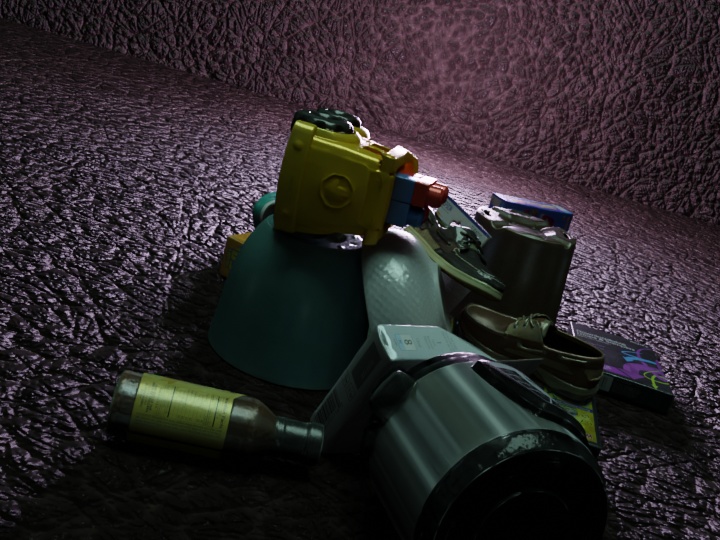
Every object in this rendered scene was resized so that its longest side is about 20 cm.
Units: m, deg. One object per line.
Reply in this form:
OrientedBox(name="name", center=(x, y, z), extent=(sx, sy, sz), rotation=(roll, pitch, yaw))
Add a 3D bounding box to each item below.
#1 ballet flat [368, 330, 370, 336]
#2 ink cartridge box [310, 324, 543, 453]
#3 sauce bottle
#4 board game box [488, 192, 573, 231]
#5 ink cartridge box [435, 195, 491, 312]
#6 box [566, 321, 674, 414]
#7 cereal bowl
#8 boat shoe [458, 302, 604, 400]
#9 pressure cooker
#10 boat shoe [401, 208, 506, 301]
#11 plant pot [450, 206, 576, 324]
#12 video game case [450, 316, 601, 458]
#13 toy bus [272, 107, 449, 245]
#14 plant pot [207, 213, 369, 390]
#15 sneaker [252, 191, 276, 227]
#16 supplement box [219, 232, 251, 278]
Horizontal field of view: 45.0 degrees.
OrientedBox(name="ballet flat", center=(-0.049, 0.033, 1.219), extent=(0.199, 0.075, 0.074), rotation=(28, 21, 32))
OrientedBox(name="ink cartridge box", center=(0.068, 0.123, 0.893), extent=(0.198, 0.161, 0.048), rotation=(3, 46, -34))
OrientedBox(name="sauce bottle", center=(-0.133, 0.145, 0.815), extent=(0.197, 0.066, 0.065), rotation=(15, 17, -9))
OrientedBox(name="board game box", center=(0.250, -0.014, 1.408), extent=(0.133, 0.203, 0.045), rotation=(8, 18, -24))
OrientedBox(name="ink cartridge box", center=(0.098, 0.004, 1.237), extent=(0.040, 0.200, 0.200), rotation=(39, 9, -22))
OrientedBox(name="box", center=(0.392, 0.144, 1.335), extent=(0.141, 0.037, 0.200), rotation=(18, 16, 4))
OrientedBox(name="cereal bowl", center=(0.061, 0.044, 1.044), extent=(0.082, 0.203, 0.200), rotation=(-11, 15, 9))
OrientedBox(name="boat shoe", center=(0.221, 0.087, 1.110), extent=(0.198, 0.073, 0.076), rotation=(26, 33, 14))
OrientedBox(name="pressure cooker", center=(0.094, 0.170, 0.755), extent=(0.176, 0.179, 0.200), rotation=(-8, 23, -16))
OrientedBox(name="boat shoe", center=(0.121, -0.027, 1.107), extent=(0.073, 0.065, 0.200), rotation=(31, 6, -41))
OrientedBox(name="plant pot", center=(0.211, 0.025, 1.261), extent=(0.197, 0.201, 0.201), rotation=(14, 18, -5))
OrientedBox(name="video game case", center=(0.202, 0.145, 1.106), extent=(0.197, 0.026, 0.182), rotation=(17, 32, -1))
OrientedBox(name="toy bus", center=(0.010, -0.103, 1.013), extent=(0.189, 0.138, 0.200), rotation=(14, 16, 8))
OrientedBox(name="plant pot", center=(-0.073, 0.026, 1.065), extent=(0.198, 0.163, 0.201), rotation=(15, 17, -5))
OrientedBox(name="sneaker", center=(-0.106, -0.076, 1.489), extent=(0.198, 0.085, 0.120), rotation=(23, 3, -35))
OrientedBox(name="supplement box", center=(-0.126, -0.025, 1.330), extent=(0.068, 0.067, 0.199), rotation=(24, 18, 24))
